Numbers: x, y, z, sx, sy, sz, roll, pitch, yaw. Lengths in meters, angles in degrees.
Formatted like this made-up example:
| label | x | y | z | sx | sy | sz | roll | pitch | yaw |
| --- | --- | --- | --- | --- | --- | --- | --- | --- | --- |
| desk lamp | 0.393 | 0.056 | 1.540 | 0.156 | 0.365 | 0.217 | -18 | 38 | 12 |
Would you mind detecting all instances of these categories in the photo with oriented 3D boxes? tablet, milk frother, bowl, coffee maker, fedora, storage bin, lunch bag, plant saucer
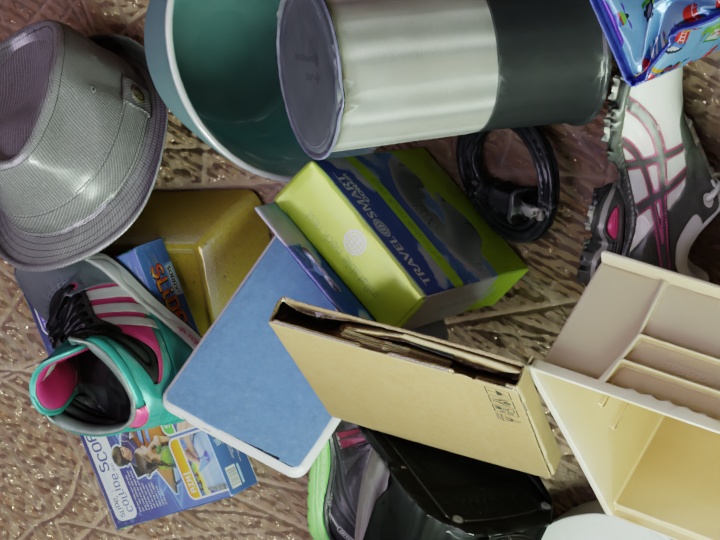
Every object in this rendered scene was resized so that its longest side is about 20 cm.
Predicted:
| label | x | y | z | sx | sy | sz | roll | pitch | yaw |
| --- | --- | --- | --- | --- | --- | --- | --- | --- | --- |
| tablet | -0.039 | 0.041 | 1.675 | 0.130 | 0.200 | 0.014 | 25 | 161 | 28 |
| milk frother | 0.046 | -0.102 | 1.537 | 0.180 | 0.188 | 0.201 | -158 | 62 | -69 |
| bowl | -0.069 | -0.159 | 1.624 | 0.105 | 0.200 | 0.201 | 1 | 107 | 57 |
| coffee maker | 0.046 | 0.222 | 1.634 | 0.134 | 0.192 | 0.200 | 9 | 122 | -13 |
| fedora | -0.234 | -0.108 | 1.752 | 0.176 | 0.090 | 0.201 | -16 | 53 | 28 |
| storage bin | 0.233 | 0.101 | 1.460 | 0.198 | 0.094 | 0.200 | 19 | 156 | 32 |
| lunch bag | 0.174 | -0.230 | 1.418 | 0.094 | 0.150 | 0.200 | -39 | 81 | 40 |
| plant saucer | -0.149 | 0.041 | 1.831 | 0.200 | 0.048 | 0.201 | 0 | 105 | 38 |

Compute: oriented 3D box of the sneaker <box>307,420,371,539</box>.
| label | x | y | z | sx | sy | sz | roll | pitch | yaw |
| --- | --- | --- | --- | --- | --- | --- | --- | --- | --- |
| sneaker | 0.007 | 0.113 | 1.732 | 0.084 | 0.077 | 0.201 | 6 | 113 | 17 |

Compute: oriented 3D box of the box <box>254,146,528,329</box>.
| label | x | y | z | sx | sy | sz | roll | pitch | yaw |
| --- | --- | --- | --- | --- | --- | --- | --- | --- | --- |
| box | 0.024 | -0.021 | 1.573 | 0.048 | 0.200 | 0.122 | -46 | 76 | 23 |

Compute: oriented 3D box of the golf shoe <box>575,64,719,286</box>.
| label | x | y | z | sx | sy | sz | roll | pitch | yaw |
| --- | --- | --- | --- | --- | --- | --- | --- | --- | --- |
| golf shoe | 0.195 | -0.075 | 1.522 | 0.088 | 0.077 | 0.201 | 10 | 112 | 8 |

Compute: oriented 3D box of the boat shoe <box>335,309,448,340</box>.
| label | x | y | z | sx | sy | sz | roll | pitch | yaw |
| --- | --- | --- | --- | --- | --- | --- | --- | --- | --- |
| boat shoe | 0.000 | 0.000 | 1.636 | 0.062 | 0.072 | 0.200 | -46 | 41 | 24 |

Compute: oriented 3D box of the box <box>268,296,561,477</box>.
| label | x | y | z | sx | sy | sz | roll | pitch | yaw |
| --- | --- | --- | --- | --- | --- | --- | --- | --- | --- |
| box | 0.038 | 0.077 | 1.501 | 0.163 | 0.200 | 0.021 | 15 | 74 | 16 |

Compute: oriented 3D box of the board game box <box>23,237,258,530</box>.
| label | x | y | z | sx | sy | sz | roll | pitch | yaw |
| --- | --- | --- | --- | --- | --- | --- | --- | --- | --- |
| board game box | -0.170 | 0.089 | 1.809 | 0.135 | 0.034 | 0.201 | -19 | 93 | 40 |

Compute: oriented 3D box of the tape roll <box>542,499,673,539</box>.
| label | x | y | z | sx | sy | sz | roll | pitch | yaw |
| --- | --- | --- | --- | --- | --- | --- | --- | --- | --- |
| tape roll | 0.191 | 0.257 | 1.651 | 0.202 | 0.037 | 0.203 | 13 | 113 | 34 |

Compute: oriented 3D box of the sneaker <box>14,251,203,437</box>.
| label | x | y | z | sx | sy | sz | roll | pitch | yaw |
| --- | --- | --- | --- | --- | --- | --- | --- | --- | --- |
| sneaker | -0.207 | 0.054 | 1.724 | 0.200 | 0.121 | 0.084 | 34 | 122 | 24 |
